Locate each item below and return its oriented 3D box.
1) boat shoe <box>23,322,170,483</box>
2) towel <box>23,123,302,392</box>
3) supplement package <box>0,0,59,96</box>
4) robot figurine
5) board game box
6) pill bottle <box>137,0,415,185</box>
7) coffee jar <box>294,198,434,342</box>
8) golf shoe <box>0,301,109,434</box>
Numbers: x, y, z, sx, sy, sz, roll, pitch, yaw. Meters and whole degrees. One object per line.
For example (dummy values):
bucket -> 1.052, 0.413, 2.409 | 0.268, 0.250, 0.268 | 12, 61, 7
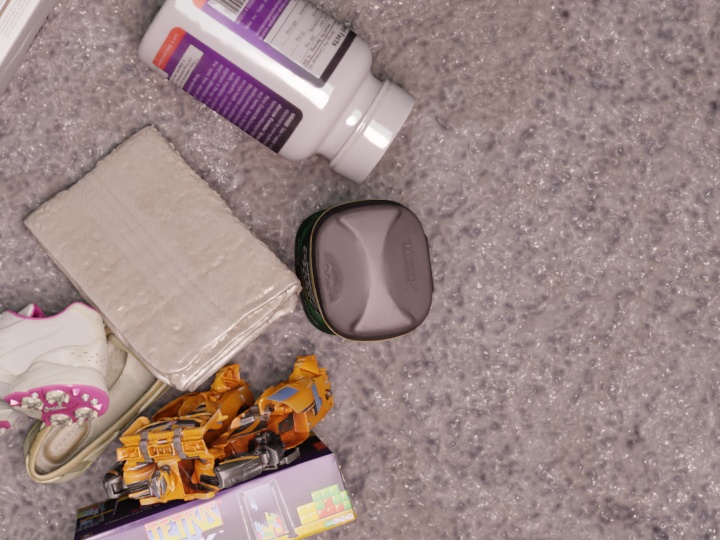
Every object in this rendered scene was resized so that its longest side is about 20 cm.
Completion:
boat shoe -> -0.188, 0.082, 1.480 | 0.073, 0.063, 0.201 | 43, 85, -5
towel -> -0.150, -0.009, 1.464 | 0.133, 0.034, 0.200 | -39, 68, -11
supplement package -> -0.287, -0.215, 1.423 | 0.111, 0.156, 0.200 | 32, 86, -8
robot figurine -> -0.106, 0.118, 1.411 | 0.145, 0.200, 0.058 | -9, 100, 25
board game box -> -0.113, 0.183, 1.438 | 0.200, 0.165, 0.057 | -19, 92, -7
pill bottle -> -0.061, -0.155, 1.472 | 0.200, 0.111, 0.111 | 34, 86, -6
coffee jar -> 0.000, 0.000, 1.434 | 0.085, 0.200, 0.104 | -8, 90, -7
golf shoe -> -0.275, 0.074, 1.452 | 0.200, 0.075, 0.092 | -6, 63, 21
